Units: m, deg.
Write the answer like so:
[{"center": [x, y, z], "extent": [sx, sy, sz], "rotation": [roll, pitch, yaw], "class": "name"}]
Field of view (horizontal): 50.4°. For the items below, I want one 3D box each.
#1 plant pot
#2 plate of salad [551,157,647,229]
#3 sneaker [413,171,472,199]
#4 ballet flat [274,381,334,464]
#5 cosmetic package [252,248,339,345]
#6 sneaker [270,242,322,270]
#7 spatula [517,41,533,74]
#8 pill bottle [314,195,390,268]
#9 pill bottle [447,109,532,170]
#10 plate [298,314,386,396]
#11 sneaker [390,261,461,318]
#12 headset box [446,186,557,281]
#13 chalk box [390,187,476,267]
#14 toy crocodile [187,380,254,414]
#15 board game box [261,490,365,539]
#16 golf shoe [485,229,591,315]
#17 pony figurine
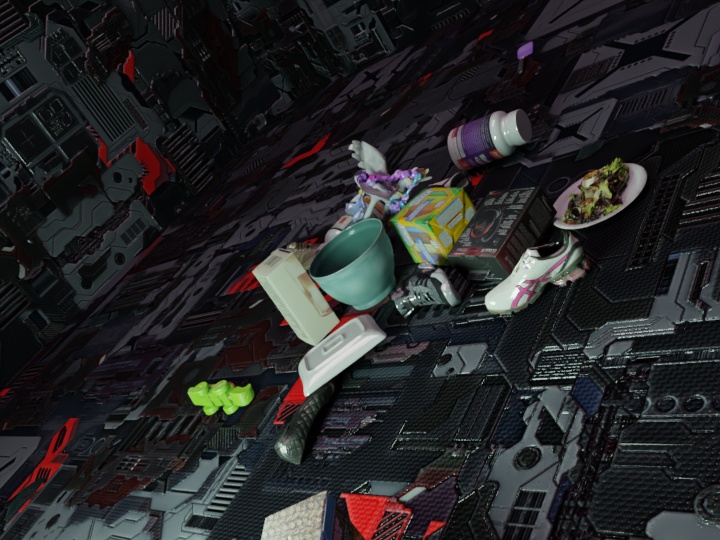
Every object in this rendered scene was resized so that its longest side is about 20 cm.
[{"center": [0.000, 0.000, 1.719], "extent": [0.197, 0.135, 0.202], "rotation": [-30, 23, 14], "class": "plant pot"}, {"center": [0.452, -0.152, 1.474], "extent": [0.197, 0.049, 0.201], "rotation": [-30, 24, 14], "class": "plate of salad"}, {"center": [0.177, -0.170, 1.873], "extent": [0.198, 0.077, 0.114], "rotation": [-30, 5, -34], "class": "sneaker"}, {"center": [-0.098, 0.284, 1.443], "extent": [0.066, 0.057, 0.201], "rotation": [-46, 5, 43], "class": "ballet flat"}, {"center": [-0.145, 0.059, 1.729], "extent": [0.087, 0.202, 0.103], "rotation": [-40, 24, -19], "class": "cosmetic package"}, {"center": [-0.170, -0.043, 2.126], "extent": [0.197, 0.076, 0.071], "rotation": [-22, 25, 31], "class": "sneaker"}, {"center": [0.514, -0.669, 2.424], "extent": [0.055, 0.021, 0.202], "rotation": [-20, 28, 31], "class": "spatula"}, {"center": [-0.018, -0.080, 1.880], "extent": [0.115, 0.118, 0.200], "rotation": [-2, 39, 53], "class": "pill bottle"}, {"center": [0.326, -0.332, 1.922], "extent": [0.197, 0.112, 0.112], "rotation": [-16, 29, 41], "class": "pill bottle"}, {"center": [-0.048, 0.161, 1.565], "extent": [0.198, 0.033, 0.200], "rotation": [-37, 11, -2], "class": "plate"}, {"center": [0.126, 0.052, 1.522], "extent": [0.113, 0.076, 0.200], "rotation": [-37, 16, -1], "class": "sneaker"}, {"center": [0.271, -0.063, 1.502], "extent": [0.147, 0.075, 0.202], "rotation": [1, 50, 57], "class": "headset box"}, {"center": [0.159, -0.099, 1.694], "extent": [0.124, 0.125, 0.198], "rotation": [-43, 23, -20], "class": "chalk box"}, {"center": [-0.320, 0.280, 1.729], "extent": [0.197, 0.069, 0.062], "rotation": [-11, 27, 43], "class": "toy crocodile"}, {"center": [-0.033, 0.400, 0.901], "extent": [0.095, 0.202, 0.161], "rotation": [-27, 23, 17], "class": "board game box"}, {"center": [0.298, 0.001, 1.342], "extent": [0.197, 0.093, 0.073], "rotation": [-32, 24, 14], "class": "golf shoe"}, {"center": [0.045, -0.186, 1.755], "extent": [0.201, 0.189, 0.170], "rotation": [-52, 32, 43], "class": "pony figurine"}]
